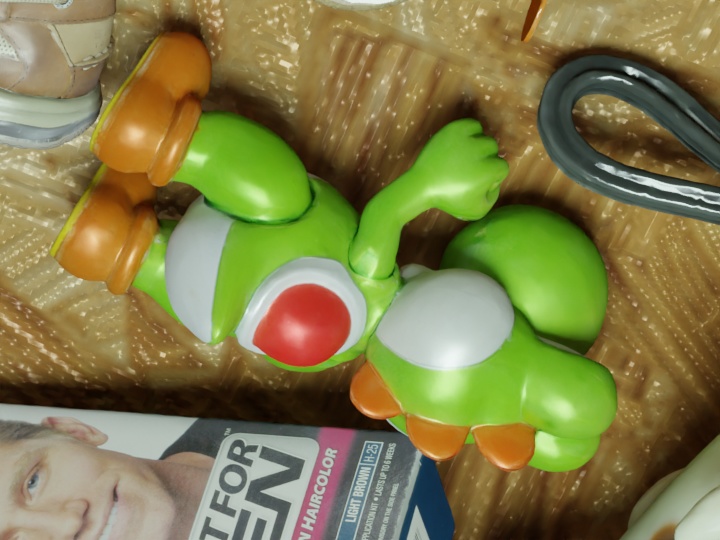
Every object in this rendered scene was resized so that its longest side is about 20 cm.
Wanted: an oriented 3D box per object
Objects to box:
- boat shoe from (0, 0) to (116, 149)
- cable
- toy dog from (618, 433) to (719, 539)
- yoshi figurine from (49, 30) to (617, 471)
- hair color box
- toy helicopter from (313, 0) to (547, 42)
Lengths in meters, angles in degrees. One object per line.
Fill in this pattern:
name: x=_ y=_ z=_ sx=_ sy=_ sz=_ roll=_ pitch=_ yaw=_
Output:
boat shoe: x=-0.174 y=-0.106 z=0.946 sx=0.199 sy=0.076 sz=0.072 roll=16 pitch=117 yaw=-15
cable: x=0.155 y=-0.015 z=0.969 sx=0.199 sy=0.050 sz=0.098 roll=9 pitch=81 yaw=7
toy dog: x=0.127 y=0.129 z=0.982 sx=0.200 sy=0.194 sz=0.140 roll=-36 pitch=75 yaw=25
yoshi figurine: x=0.003 y=-0.005 z=0.987 sx=0.199 sy=0.112 sz=0.112 roll=29 pitch=85 yaw=2
hair color box: x=-0.076 y=0.106 z=1.008 sx=0.199 sy=0.100 sz=0.061 roll=2 pitch=141 yaw=18
toy helicopter: x=0.043 y=-0.164 z=0.892 sx=0.132 sy=0.079 sz=0.200 roll=39 pitch=103 yaw=-9
